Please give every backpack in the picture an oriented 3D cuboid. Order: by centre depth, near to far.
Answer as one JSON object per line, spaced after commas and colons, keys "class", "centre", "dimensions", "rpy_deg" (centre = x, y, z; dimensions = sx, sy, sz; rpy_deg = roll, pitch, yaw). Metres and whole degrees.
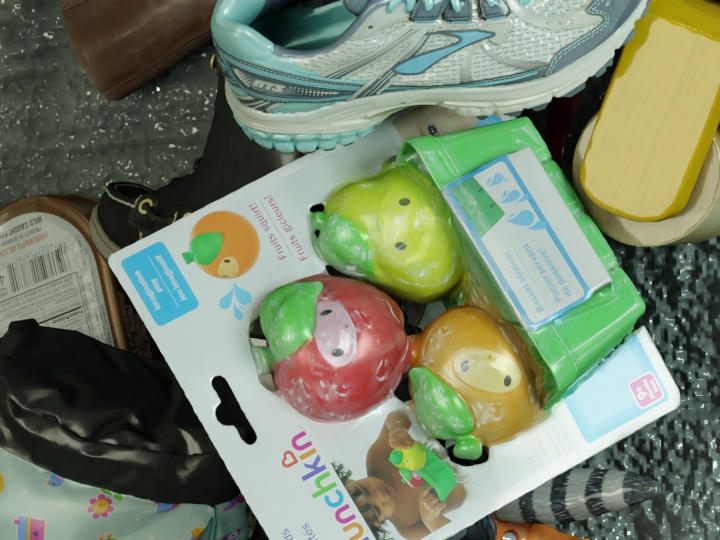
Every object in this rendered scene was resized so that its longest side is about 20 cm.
{"class": "backpack", "centre": [-0.136, 0.143, 1.462], "dimensions": [0.167, 0.127, 0.200], "rpy_deg": [19, 116, 15]}

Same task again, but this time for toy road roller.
{"class": "toy road roller", "centre": [0.198, -0.089, 1.306], "dimensions": [0.146, 0.123, 0.200], "rpy_deg": [26, 101, 18]}

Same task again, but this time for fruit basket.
{"class": "fruit basket", "centre": [0.018, 0.024, 1.288], "dimensions": [0.185, 0.200, 0.094], "rpy_deg": [60, 158, 11]}

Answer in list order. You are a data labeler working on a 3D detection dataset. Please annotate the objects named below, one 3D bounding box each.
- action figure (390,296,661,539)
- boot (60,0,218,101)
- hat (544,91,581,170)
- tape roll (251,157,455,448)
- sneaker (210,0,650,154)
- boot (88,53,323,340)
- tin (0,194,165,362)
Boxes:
{"class": "action figure", "centre": [0.042, 0.081, 1.371], "dimensions": [0.193, 0.105, 0.200], "rpy_deg": [-8, 106, 5]}
{"class": "boot", "centre": [-0.094, -0.206, 1.529], "dimensions": [0.200, 0.064, 0.187], "rpy_deg": [-24, 74, 34]}
{"class": "hat", "centre": [0.078, -0.162, 1.401], "dimensions": [0.165, 0.200, 0.176], "rpy_deg": [23, 135, 6]}
{"class": "tape roll", "centre": [0.000, 0.000, 1.471], "dimensions": [0.203, 0.037, 0.203], "rpy_deg": [-2, 86, 31]}
{"class": "sneaker", "centre": [0.029, -0.112, 1.262], "dimensions": [0.200, 0.086, 0.078], "rpy_deg": [-18, 52, 9]}
{"class": "boot", "centre": [-0.063, -0.057, 1.417], "dimensions": [0.200, 0.073, 0.151], "rpy_deg": [32, 110, 62]}
{"class": "tin", "centre": [-0.159, 0.056, 1.569], "dimensions": [0.112, 0.042, 0.200], "rpy_deg": [-22, 77, 34]}
